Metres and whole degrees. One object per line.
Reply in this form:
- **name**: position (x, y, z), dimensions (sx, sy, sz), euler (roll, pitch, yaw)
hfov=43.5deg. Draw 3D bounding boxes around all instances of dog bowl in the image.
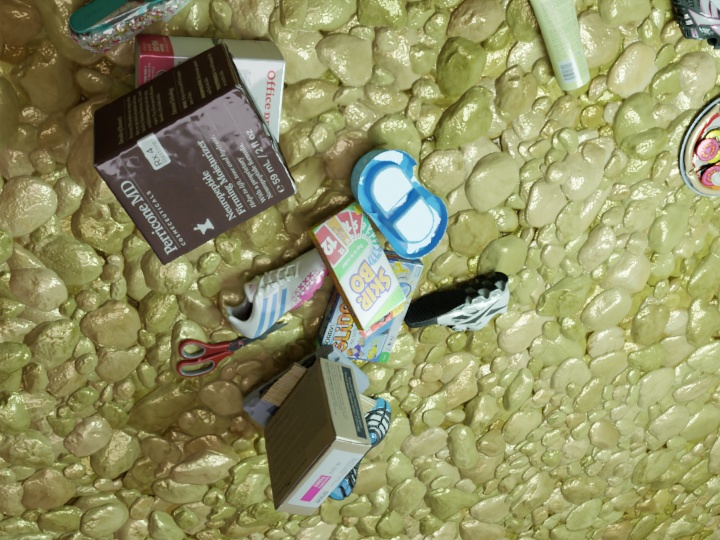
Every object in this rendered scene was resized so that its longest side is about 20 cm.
- **dog bowl**: position (0.058, -0.109, 1.425), dimensions (0.111, 0.050, 0.200), euler (-44, 125, -6)

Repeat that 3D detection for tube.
- **tube**: position (0.300, -0.373, 1.362), dimensions (0.058, 0.051, 0.202), euler (-52, 130, -35)

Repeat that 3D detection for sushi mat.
- **sushi mat**: position (-0.070, 0.221, 1.548), dimensions (0.199, 0.012, 0.096), euler (30, 120, -35)

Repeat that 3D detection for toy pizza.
- **toy pizza**: position (0.653, -0.217, 1.583), dimensions (0.197, 0.032, 0.203), euler (-9, 122, -14)

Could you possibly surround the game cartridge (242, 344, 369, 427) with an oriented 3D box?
- **game cartridge**: position (-0.090, 0.216, 1.570), dimensions (0.199, 0.041, 0.133), euler (-32, 128, 14)

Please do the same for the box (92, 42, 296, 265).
- **box**: position (-0.211, -0.150, 1.146), dimensions (0.198, 0.165, 0.167), euler (-28, 125, 1)

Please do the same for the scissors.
- **scissors**: position (-0.212, 0.132, 1.515), dimensions (0.197, 0.014, 0.074), euler (-11, 121, -13)

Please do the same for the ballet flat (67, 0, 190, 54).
- **ballet flat**: position (-0.285, -0.343, 1.176), dimensions (0.197, 0.076, 0.064), euler (-24, 156, 1)

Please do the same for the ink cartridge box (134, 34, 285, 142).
- **ink cartridge box**: position (-0.209, -0.239, 1.245), dimensions (0.197, 0.083, 0.149), euler (-2, 121, -18)

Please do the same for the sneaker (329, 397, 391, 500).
- **sneaker**: position (-0.015, 0.318, 1.664), dimensions (0.073, 0.082, 0.202), euler (33, 87, -16)

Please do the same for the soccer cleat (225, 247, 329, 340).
- **soccer cleat**: position (-0.133, 0.029, 1.442), dimensions (0.200, 0.070, 0.086), euler (-45, 124, 11)

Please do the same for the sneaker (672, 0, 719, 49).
- **sneaker**: position (0.523, -0.403, 1.401), dimensions (0.198, 0.081, 0.087), euler (23, 122, -23)

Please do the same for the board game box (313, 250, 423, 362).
- **board game box**: position (0.012, 0.060, 1.531), dimensions (0.133, 0.035, 0.202), euler (8, 118, -22)

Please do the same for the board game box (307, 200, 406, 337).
- **board game box**: position (0.000, 0.000, 1.438), dimensions (0.095, 0.030, 0.202), euler (-34, 109, -24)

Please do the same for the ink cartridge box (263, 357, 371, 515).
- **ink cartridge box**: position (-0.075, 0.272, 1.469), dimensions (0.074, 0.166, 0.201), euler (18, 126, -30)

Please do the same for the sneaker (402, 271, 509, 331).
- **sneaker**: position (0.172, 0.078, 1.574), dimensions (0.197, 0.074, 0.090), euler (-17, 123, -8)
